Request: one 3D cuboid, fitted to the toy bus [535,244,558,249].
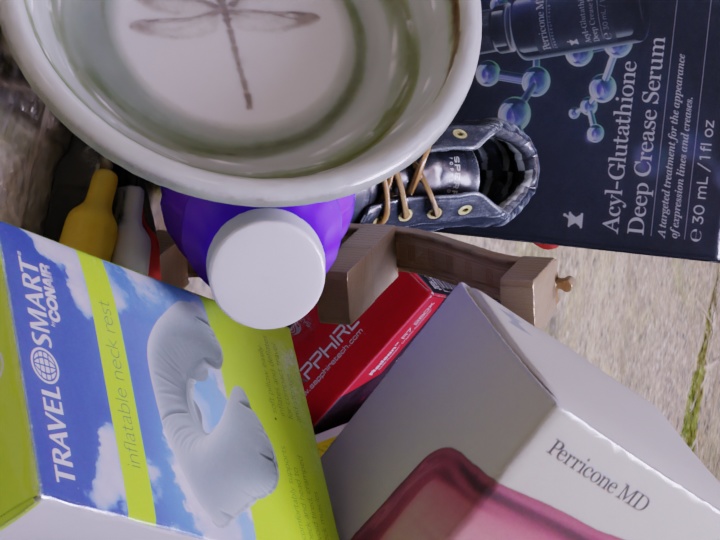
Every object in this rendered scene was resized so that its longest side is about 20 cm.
[{"bbox_3d":[0.155,-0.113,1.756,0.192,0.135,0.200,-55,146,-22],"label":"toy bus"}]

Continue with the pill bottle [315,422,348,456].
[{"bbox_3d":[-0.001,0.125,1.334,0.199,0.104,0.105,-18,114,-45],"label":"pill bottle"}]

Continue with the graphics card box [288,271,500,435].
[{"bbox_3d":[0.014,0.045,1.439,0.126,0.051,0.200,-49,163,11],"label":"graphics card box"}]

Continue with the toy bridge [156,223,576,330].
[{"bbox_3d":[0.000,0.000,1.263,0.067,0.199,0.027,-44,134,-61],"label":"toy bridge"}]

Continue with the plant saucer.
[{"bbox_3d":[-0.052,-0.102,1.147,0.050,0.199,0.201,113,-1,-56],"label":"plant saucer"}]

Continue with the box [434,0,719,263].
[{"bbox_3d":[0.124,-0.086,1.554,0.107,0.199,0.150,5,91,-68],"label":"box"}]

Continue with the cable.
[{"bbox_3d":[-0.096,-0.056,1.201,0.097,0.050,0.202,25,73,-65],"label":"cable"}]

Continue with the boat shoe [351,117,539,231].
[{"bbox_3d":[0.013,-0.048,1.409,0.200,0.090,0.071,-17,104,-61],"label":"boat shoe"}]

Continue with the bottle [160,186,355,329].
[{"bbox_3d":[-0.044,-0.036,1.206,0.200,0.083,0.066,-103,-179,-67],"label":"bottle"}]

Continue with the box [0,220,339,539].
[{"bbox_3d":[-0.094,0.058,1.099,0.199,0.048,0.123,21,46,-48],"label":"box"}]

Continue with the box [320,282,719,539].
[{"bbox_3d":[0.043,0.131,1.183,0.128,0.109,0.200,32,102,-31],"label":"box"}]
